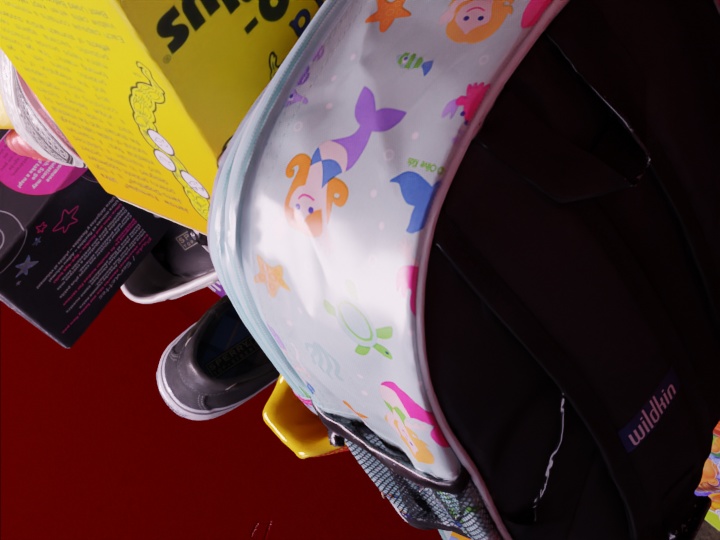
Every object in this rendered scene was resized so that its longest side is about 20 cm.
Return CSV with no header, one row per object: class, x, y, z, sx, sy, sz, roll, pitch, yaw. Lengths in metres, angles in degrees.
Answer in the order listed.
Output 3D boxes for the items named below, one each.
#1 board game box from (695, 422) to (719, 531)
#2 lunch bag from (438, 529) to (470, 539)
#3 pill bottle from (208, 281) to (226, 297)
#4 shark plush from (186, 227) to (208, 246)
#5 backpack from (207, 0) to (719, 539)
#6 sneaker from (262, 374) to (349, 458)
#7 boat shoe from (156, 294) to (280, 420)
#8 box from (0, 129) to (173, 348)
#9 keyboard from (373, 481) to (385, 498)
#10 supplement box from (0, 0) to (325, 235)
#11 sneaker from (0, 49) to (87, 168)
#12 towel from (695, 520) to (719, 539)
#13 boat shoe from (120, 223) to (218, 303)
board game box,0.137,0.035,0.728,0.200,0.045,0.134,39,154,-6
lunch bag,0.136,0.154,0.984,0.200,0.077,0.160,28,-170,-11
pill bottle,-0.037,-0.013,1.081,0.200,0.112,0.111,38,171,0
shark plush,0.003,-0.066,0.755,0.199,0.091,0.083,2,-133,-32
backpack,0.044,-0.017,0.530,0.150,0.178,0.200,25,162,32
sneaker,0.008,0.007,0.699,0.073,0.077,0.200,41,136,30
boat shoe,-0.029,0.016,0.969,0.069,0.200,0.057,50,152,1
box,-0.149,-0.085,0.868,0.132,0.200,0.115,35,170,22
keyboard,0.018,0.045,0.974,0.021,0.127,0.200,3,134,24
supplement box,-0.065,-0.114,0.572,0.109,0.109,0.200,23,155,41
sneaker,-0.123,-0.139,0.723,0.082,0.078,0.201,19,126,45
towel,0.104,0.093,0.883,0.200,0.037,0.148,31,-163,19
boat shoe,-0.071,-0.036,0.960,0.200,0.066,0.072,-26,108,42
